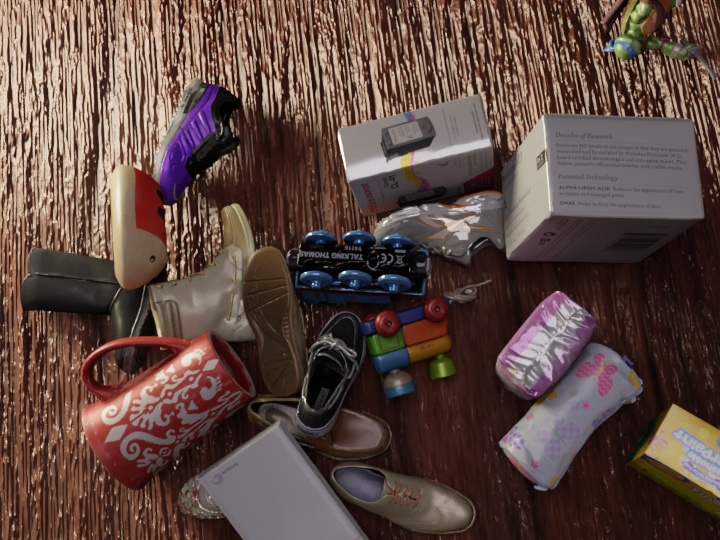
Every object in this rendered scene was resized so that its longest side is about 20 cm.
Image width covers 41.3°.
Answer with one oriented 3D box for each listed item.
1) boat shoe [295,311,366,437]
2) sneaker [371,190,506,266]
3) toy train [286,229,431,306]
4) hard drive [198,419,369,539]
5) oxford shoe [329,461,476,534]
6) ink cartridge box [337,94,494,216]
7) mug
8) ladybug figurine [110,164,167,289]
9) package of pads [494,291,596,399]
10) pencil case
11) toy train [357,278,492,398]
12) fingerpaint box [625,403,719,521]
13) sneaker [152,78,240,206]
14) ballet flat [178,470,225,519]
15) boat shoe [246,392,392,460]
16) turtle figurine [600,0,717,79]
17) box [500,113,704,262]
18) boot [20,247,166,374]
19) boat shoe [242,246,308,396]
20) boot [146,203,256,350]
[{"bbox_3d":[-0.038,0.121,1.264,0.073,0.068,0.200,20,48,9],"label":"boat shoe"},{"bbox_3d":[0.115,-0.046,1.326,0.198,0.076,0.093,-13,78,6],"label":"sneaker"},{"bbox_3d":[0.000,0.000,1.306,0.198,0.114,0.087,3,67,9],"label":"toy train"},{"bbox_3d":[-0.098,0.309,1.230,0.131,0.027,0.201,-34,97,9],"label":"hard drive"},{"bbox_3d":[0.052,0.297,1.238,0.198,0.074,0.071,11,77,11],"label":"oxford shoe"},{"bbox_3d":[0.081,-0.155,1.320,0.198,0.148,0.086,-14,72,5],"label":"ink cartridge box"},{"bbox_3d":[-0.259,0.167,1.258,0.199,0.178,0.134,-34,38,4],"label":"mug"},{"bbox_3d":[-0.309,-0.065,1.329,0.071,0.136,0.201,-3,54,-15],"label":"ladybug figurine"},{"bbox_3d":[0.228,0.101,1.203,0.076,0.200,0.121,42,87,11],"label":"package of pads"},{"bbox_3d":[0.272,0.187,1.234,0.200,0.083,0.091,-45,95,-6],"label":"pencil case"},{"bbox_3d":[0.106,0.093,1.293,0.198,0.085,0.117,-15,89,-14],"label":"toy train"},{"bbox_3d":[0.435,0.250,1.149,0.199,0.167,0.074,31,81,15],"label":"fingerpaint box"},{"bbox_3d":[-0.234,-0.185,1.413,0.099,0.070,0.202,16,78,10],"label":"sneaker"},{"bbox_3d":[-0.155,0.289,1.276,0.198,0.064,0.076,-11,74,6],"label":"ballet flat"},{"bbox_3d":[-0.058,0.210,1.281,0.198,0.068,0.073,8,76,10],"label":"boat shoe"},{"bbox_3d":[0.452,-0.370,1.332,0.143,0.200,0.195,34,75,-19],"label":"turtle figurine"},{"bbox_3d":[0.302,-0.099,1.226,0.198,0.199,0.132,1,74,-7],"label":"box"},{"bbox_3d":[-0.394,0.056,1.368,0.198,0.066,0.166,9,64,5],"label":"boot"},{"bbox_3d":[-0.112,0.069,1.298,0.071,0.064,0.202,-9,86,17],"label":"boat shoe"},{"bbox_3d":[-0.222,0.007,1.337,0.153,0.072,0.202,-6,77,-14],"label":"boot"}]
